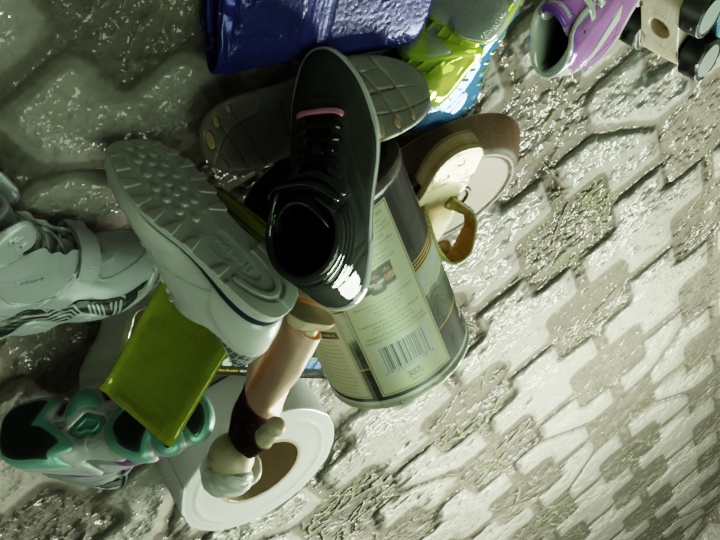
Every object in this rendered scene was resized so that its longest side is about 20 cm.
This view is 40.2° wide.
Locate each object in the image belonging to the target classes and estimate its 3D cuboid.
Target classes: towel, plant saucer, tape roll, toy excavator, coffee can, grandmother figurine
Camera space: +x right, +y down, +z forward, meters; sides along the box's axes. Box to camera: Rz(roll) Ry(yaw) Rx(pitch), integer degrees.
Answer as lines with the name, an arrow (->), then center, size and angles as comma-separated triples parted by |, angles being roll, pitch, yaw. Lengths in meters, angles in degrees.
towel -> -0.026, -0.230, 0.746 | 0.197, 0.050, 0.149 | -15, 143, -30
plant saucer -> 0.080, -0.079, 0.985 | 0.198, 0.035, 0.201 | -25, 159, -10
tape roll -> -0.130, 0.204, 1.122 | 0.200, 0.071, 0.204 | -26, 145, -20
towel -> -0.137, 0.038, 0.800 | 0.202, 0.086, 0.018 | -58, 162, 11
toy excavator -> 0.350, -0.325, 0.970 | 0.200, 0.099, 0.195 | -47, 150, -12
coffee can -> 0.000, 0.000, 0.878 | 0.145, 0.146, 0.202 | -31, 120, -11
grandmother figurine -> -0.083, 0.104, 0.816 | 0.060, 0.122, 0.202 | 23, 112, -7

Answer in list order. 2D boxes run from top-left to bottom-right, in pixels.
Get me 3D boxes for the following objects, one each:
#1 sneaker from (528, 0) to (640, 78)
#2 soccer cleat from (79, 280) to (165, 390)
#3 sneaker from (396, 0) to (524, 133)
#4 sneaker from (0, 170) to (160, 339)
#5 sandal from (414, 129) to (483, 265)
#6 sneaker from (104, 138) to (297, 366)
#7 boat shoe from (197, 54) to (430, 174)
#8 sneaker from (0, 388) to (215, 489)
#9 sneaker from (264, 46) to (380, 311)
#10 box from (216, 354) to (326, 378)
sneaker -> 0.202, -0.248, 0.816 | 0.114, 0.072, 0.203 | -31, 147, -46
soccer cleat -> -0.211, 0.081, 0.894 | 0.068, 0.078, 0.202 | -11, 137, -35
sneaker -> 0.087, -0.200, 0.876 | 0.200, 0.076, 0.105 | -43, 159, 18
sneaker -> -0.239, -0.017, 0.756 | 0.197, 0.075, 0.116 | -18, 141, -29
sandal -> 0.078, -0.040, 0.926 | 0.076, 0.070, 0.213 | -20, 157, -19
sneaker -> -0.136, -0.016, 0.754 | 0.076, 0.201, 0.081 | -26, 159, -43
boat shoe -> -0.040, -0.131, 0.815 | 0.196, 0.073, 0.076 | -13, 97, -12
sneaker -> -0.211, 0.154, 0.899 | 0.196, 0.079, 0.140 | -5, 155, 11
sneaker -> -0.028, -0.075, 0.718 | 0.069, 0.204, 0.099 | -4, 174, 14
box -> -0.065, 0.038, 1.013 | 0.198, 0.050, 0.161 | 9, 125, -49
